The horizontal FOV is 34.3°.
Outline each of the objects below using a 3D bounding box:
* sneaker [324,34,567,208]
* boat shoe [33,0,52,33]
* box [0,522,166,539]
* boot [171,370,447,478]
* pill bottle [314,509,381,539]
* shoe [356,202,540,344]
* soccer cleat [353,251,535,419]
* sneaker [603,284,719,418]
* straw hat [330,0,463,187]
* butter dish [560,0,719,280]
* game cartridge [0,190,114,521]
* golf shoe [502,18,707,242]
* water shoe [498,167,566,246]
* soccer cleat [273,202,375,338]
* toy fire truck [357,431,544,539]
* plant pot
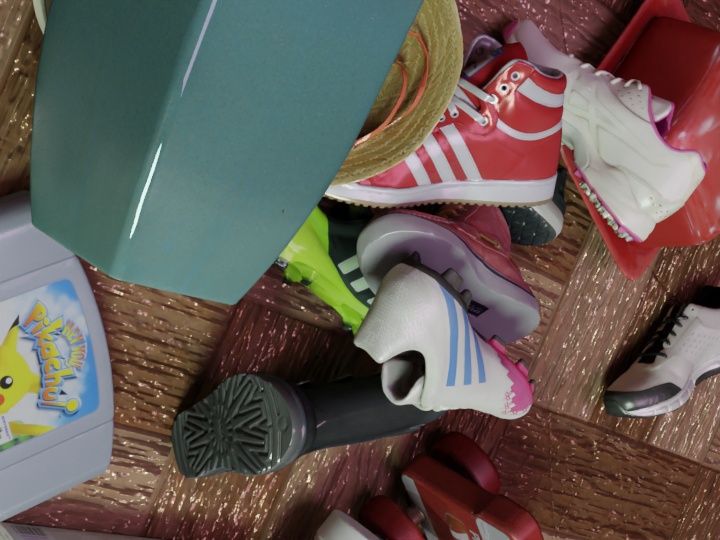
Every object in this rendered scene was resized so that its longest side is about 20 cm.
[{"bbox_3d":[0.050,-0.104,0.794,0.198,0.071,0.114,-2,117,-21],"label":"sneaker"},{"bbox_3d":[-0.151,-0.123,0.695,0.072,0.060,0.204,-10,112,-35],"label":"boat shoe"},{"bbox_3d":[-0.164,0.211,0.819,0.199,0.041,0.039,18,95,-42],"label":"box"},{"bbox_3d":[-0.011,0.101,0.828,0.198,0.164,0.066,-2,81,-35],"label":"boot"},{"bbox_3d":[-0.046,0.288,0.886,0.201,0.112,0.112,-53,130,-6],"label":"pill bottle"},{"bbox_3d":[0.059,-0.017,0.858,0.071,0.092,0.199,-33,143,25],"label":"shoe"},{"bbox_3d":[0.056,0.067,0.813,0.087,0.070,0.200,-53,138,-11],"label":"soccer cleat"},{"bbox_3d":[0.301,0.078,1.135,0.199,0.073,0.081,-28,107,-33],"label":"sneaker"},{"bbox_3d":[-0.030,-0.139,0.758,0.203,0.200,0.085,-64,170,-1],"label":"straw hat"},{"bbox_3d":[0.286,-0.110,0.985,0.201,0.147,0.200,-52,129,-20],"label":"butter dish"},{"bbox_3d":[-0.222,0.059,0.722,0.133,0.040,0.202,-25,120,-34],"label":"game cartridge"},{"bbox_3d":[0.183,-0.121,0.886,0.091,0.201,0.075,-36,163,15],"label":"golf shoe"},{"bbox_3d":[0.097,-0.102,0.911,0.200,0.071,0.079,49,47,-37],"label":"water shoe"},{"bbox_3d":[0.000,0.000,0.861,0.200,0.067,0.082,40,67,-40],"label":"soccer cleat"},{"bbox_3d":[0.101,0.241,0.956,0.112,0.167,0.201,-36,125,-23],"label":"toy fire truck"},{"bbox_3d":[-0.087,-0.094,0.630,0.141,0.141,0.202,15,98,-49],"label":"plant pot"}]
